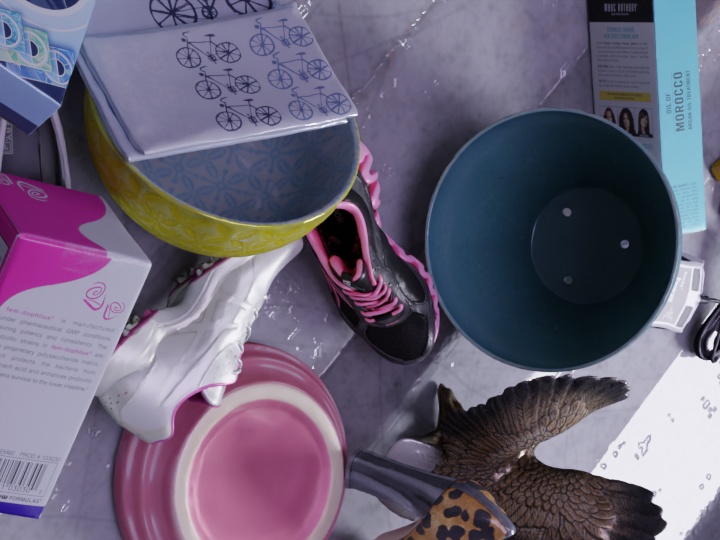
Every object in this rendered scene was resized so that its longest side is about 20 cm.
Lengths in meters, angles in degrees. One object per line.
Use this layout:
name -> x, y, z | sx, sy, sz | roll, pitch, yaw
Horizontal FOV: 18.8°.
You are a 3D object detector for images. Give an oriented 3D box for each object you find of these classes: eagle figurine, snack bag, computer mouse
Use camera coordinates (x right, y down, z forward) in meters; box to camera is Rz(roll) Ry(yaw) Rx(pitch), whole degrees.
eagle figurine -> 0.124, 0.144, 1.679 | 0.151, 0.199, 0.152 | 26, 82, -34
snack bag -> -0.120, -0.168, 1.510 | 0.188, 0.021, 0.201 | -13, 61, -34
computer mouse -> 0.260, 0.013, 1.852 | 0.199, 0.044, 0.110 | 12, 100, -38

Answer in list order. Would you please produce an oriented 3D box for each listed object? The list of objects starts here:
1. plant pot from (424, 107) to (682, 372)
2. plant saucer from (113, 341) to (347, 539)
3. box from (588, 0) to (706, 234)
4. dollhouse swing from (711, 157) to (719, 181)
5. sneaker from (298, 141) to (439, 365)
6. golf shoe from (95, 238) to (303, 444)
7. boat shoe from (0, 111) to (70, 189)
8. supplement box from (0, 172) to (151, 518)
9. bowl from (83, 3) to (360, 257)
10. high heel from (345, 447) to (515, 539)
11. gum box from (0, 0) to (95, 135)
plant pot -> 0.165, -0.022, 1.714 | 0.135, 0.199, 0.202 | 2, 95, -71
plant saucer -> -0.087, 0.156, 1.627 | 0.199, 0.051, 0.202 | -5, 99, -33
box -> 0.237, -0.132, 1.796 | 0.049, 0.082, 0.202 | -11, 102, -34
dollhouse swing -> 0.452, -0.052, 1.898 | 0.182, 0.175, 0.201 | -42, 118, -23
sneaker -> 0.000, 0.000, 1.624 | 0.079, 0.096, 0.201 | -21, 118, 13
golf shoe -> -0.110, 0.044, 1.574 | 0.200, 0.075, 0.092 | -39, 97, -18
boat shoe -> -0.233, -0.045, 1.492 | 0.073, 0.065, 0.202 | -17, 105, -32
supplement box -> -0.233, 0.048, 1.442 | 0.101, 0.103, 0.201 | 14, 112, -35
bowl -> -0.110, -0.079, 1.533 | 0.199, 0.108, 0.201 | 14, 49, -17
high heel -> 0.058, 0.237, 1.663 | 0.071, 0.142, 0.201 | -41, 136, -41
gum box -> -0.248, -0.212, 1.405 | 0.169, 0.044, 0.201 | 34, 46, -25
